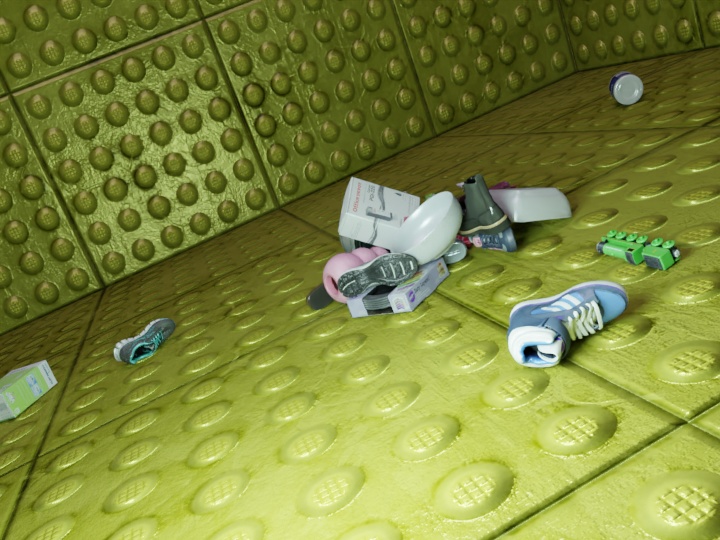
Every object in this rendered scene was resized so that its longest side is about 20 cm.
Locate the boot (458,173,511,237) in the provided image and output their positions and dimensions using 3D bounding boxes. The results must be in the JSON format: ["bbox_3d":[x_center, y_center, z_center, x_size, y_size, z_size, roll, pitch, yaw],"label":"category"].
[{"bbox_3d":[0.263,-0.158,1.596,0.077,0.140,0.199,-37,14,-22],"label":"boot"}]

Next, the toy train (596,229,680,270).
[{"bbox_3d":[0.520,-0.039,1.280,0.056,0.042,0.200,-36,18,-8],"label":"toy train"}]

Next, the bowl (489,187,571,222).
[{"bbox_3d":[0.403,-0.165,1.681,0.195,0.077,0.199,-5,9,-23],"label":"bowl"}]

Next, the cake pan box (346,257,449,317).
[{"bbox_3d":[0.086,0.042,1.591,0.182,0.053,0.199,-11,19,42],"label":"cake pan box"}]

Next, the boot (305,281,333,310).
[{"bbox_3d":[-0.061,0.034,1.794,0.197,0.075,0.075,-30,10,-15],"label":"boot"}]

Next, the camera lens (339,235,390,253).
[{"bbox_3d":[0.029,-0.097,1.920,0.157,0.163,0.200,-24,15,-10],"label":"camera lens"}]

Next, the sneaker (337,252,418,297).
[{"bbox_3d":[0.042,0.001,1.565,0.196,0.076,0.079,-16,11,23],"label":"sneaker"}]

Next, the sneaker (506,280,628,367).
[{"bbox_3d":[0.326,0.095,1.053,0.195,0.082,0.147,-14,26,18],"label":"sneaker"}]

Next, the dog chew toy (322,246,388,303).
[{"bbox_3d":[0.000,0.000,1.720,0.198,0.127,0.123,-28,16,-35],"label":"dog chew toy"}]

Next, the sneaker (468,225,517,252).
[{"bbox_3d":[0.315,-0.072,1.618,0.080,0.072,0.200,-18,7,-2],"label":"sneaker"}]

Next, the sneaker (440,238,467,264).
[{"bbox_3d":[0.173,-0.034,1.707,0.195,0.075,0.071,-9,9,12],"label":"sneaker"}]

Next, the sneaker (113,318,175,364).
[{"bbox_3d":[-0.620,0.216,1.993,0.090,0.079,0.199,18,44,43],"label":"sneaker"}]

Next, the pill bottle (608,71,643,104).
[{"bbox_3d":[1.039,-0.721,2.664,0.109,0.113,0.200,-17,16,18],"label":"pill bottle"}]

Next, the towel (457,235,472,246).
[{"bbox_3d":[0.212,-0.088,1.820,0.195,0.023,0.145,-3,21,17],"label":"towel"}]

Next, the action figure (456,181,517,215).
[{"bbox_3d":[0.350,-0.203,1.845,0.197,0.152,0.133,-26,14,-19],"label":"action figure"}]

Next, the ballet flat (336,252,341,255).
[{"bbox_3d":[-0.047,-0.006,1.910,0.065,0.071,0.200,-40,15,-10],"label":"ballet flat"}]

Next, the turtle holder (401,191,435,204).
[{"bbox_3d":[0.139,-0.165,2.042,0.183,0.134,0.140,-5,22,47],"label":"turtle holder"}]

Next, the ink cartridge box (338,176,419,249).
[{"bbox_3d":[0.050,-0.143,1.757,0.195,0.086,0.148,14,47,-7],"label":"ink cartridge box"}]

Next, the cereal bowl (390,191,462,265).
[{"bbox_3d":[0.167,-0.086,1.601,0.200,0.083,0.201,-43,17,16],"label":"cereal bowl"}]

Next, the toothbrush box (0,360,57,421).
[{"bbox_3d":[-1.031,0.364,2.011,0.143,0.088,0.201,-18,17,17],"label":"toothbrush box"}]
